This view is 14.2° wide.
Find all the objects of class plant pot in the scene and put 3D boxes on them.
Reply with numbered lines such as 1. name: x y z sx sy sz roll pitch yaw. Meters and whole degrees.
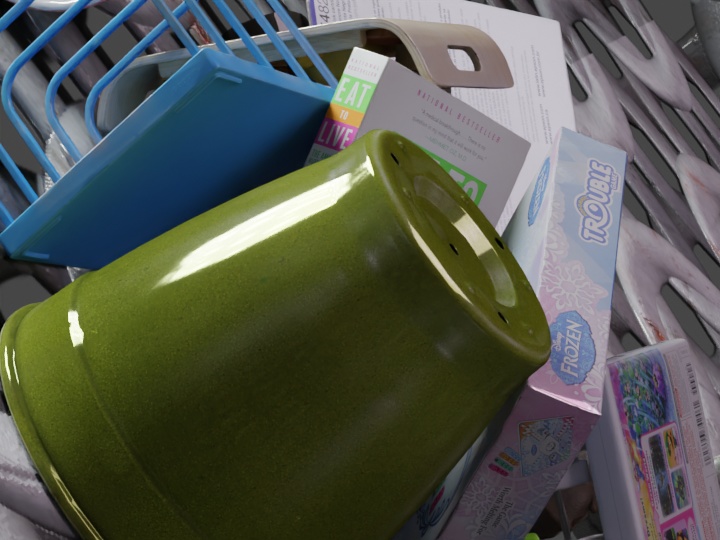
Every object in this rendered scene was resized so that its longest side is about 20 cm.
1. plant pot: -0.025 0.042 1.307 0.200 0.193 0.200 46 17 -19

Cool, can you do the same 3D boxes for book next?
1. book: 0.000 0.000 1.492 0.048 0.200 0.134 21 -3 37

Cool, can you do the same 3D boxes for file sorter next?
1. file sorter: -0.110 -0.089 1.456 0.123 0.139 0.200 54 15 17

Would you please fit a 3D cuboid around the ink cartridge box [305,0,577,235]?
1. ink cartridge box: 0.048 -0.080 1.791 0.200 0.041 0.200 10 59 -31

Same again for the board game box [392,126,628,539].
1. board game box: 0.070 0.064 1.446 0.043 0.199 0.200 20 40 -7

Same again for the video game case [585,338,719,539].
1. video game case: 0.168 0.143 1.590 0.182 0.024 0.201 -9 88 -69

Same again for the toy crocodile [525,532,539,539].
1. toy crocodile: 0.056 0.146 1.550 0.200 0.067 0.062 -108 -172 -50

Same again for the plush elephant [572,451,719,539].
1. plush elephant: 0.227 0.160 1.832 0.165 0.155 0.200 40 19 -37

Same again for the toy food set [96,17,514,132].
1. toy food set: -0.030 -0.099 1.608 0.143 0.199 0.061 -9 91 -68

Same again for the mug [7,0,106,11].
1. mug: -0.132 -0.223 1.648 0.200 0.177 0.134 -51 133 -79

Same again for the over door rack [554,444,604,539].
1. over door rack: 0.141 0.165 1.612 0.200 0.066 0.148 -31 108 -83

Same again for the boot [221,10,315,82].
1. boot: -0.025 -0.071 1.819 0.200 0.077 0.139 18 52 -68

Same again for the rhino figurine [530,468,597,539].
1. rhino figurine: 0.071 0.080 1.744 0.200 0.060 0.087 50 14 -3
